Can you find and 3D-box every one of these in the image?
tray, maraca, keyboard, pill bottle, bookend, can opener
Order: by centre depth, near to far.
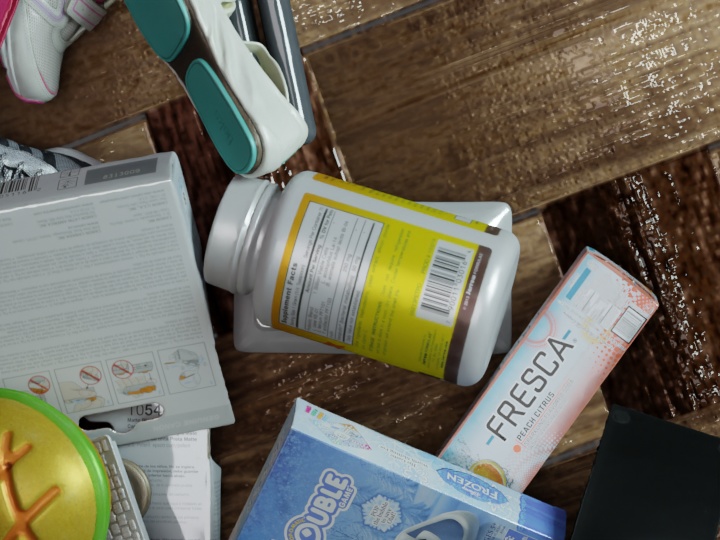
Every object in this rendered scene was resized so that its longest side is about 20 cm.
[{"bbox_3d":[0.000,0.000,1.493,0.198,0.109,0.110,17,94,7],"label":"pill bottle"},{"bbox_3d":[0.170,0.236,1.497,0.091,0.199,0.201,17,138,7],"label":"bookend"},{"bbox_3d":[-0.252,0.142,1.503,0.199,0.107,0.138,16,103,26],"label":"maraca"},{"bbox_3d":[-0.160,0.214,1.527,0.056,0.011,0.201,-20,88,29],"label":"keyboard"},{"bbox_3d":[-0.076,-0.183,1.539,0.053,0.067,0.202,-12,90,9],"label":"can opener"},{"bbox_3d":[0.007,0.005,1.558,0.198,0.022,0.108,0,91,8],"label":"tray"}]

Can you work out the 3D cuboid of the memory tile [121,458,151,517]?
[{"bbox_3d":[-0.239,0.213,1.560,0.198,0.017,0.155,-6,90,8],"label":"memory tile"}]

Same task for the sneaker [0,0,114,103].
[{"bbox_3d":[-0.195,-0.211,1.547,0.088,0.081,0.202,15,95,8],"label":"sneaker"}]

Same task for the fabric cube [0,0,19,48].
[{"bbox_3d":[-0.339,-0.259,1.472,0.199,0.200,0.197,28,97,33],"label":"fabric cube"}]

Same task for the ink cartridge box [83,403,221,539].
[{"bbox_3d":[-0.198,0.185,1.583,0.198,0.041,0.202,1,91,7],"label":"ink cartridge box"}]

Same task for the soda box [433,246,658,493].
[{"bbox_3d":[0.122,0.081,1.521,0.063,0.068,0.201,36,96,2],"label":"soda box"}]

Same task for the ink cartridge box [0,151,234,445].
[{"bbox_3d":[-0.181,0.026,1.520,0.159,0.047,0.201,-10,121,4],"label":"ink cartridge box"}]

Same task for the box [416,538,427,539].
[{"bbox_3d":[-0.002,0.288,1.474,0.140,0.079,0.201,-10,118,9],"label":"box"}]

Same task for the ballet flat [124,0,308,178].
[{"bbox_3d":[-0.100,-0.153,1.502,0.069,0.069,0.201,-33,79,8],"label":"ballet flat"}]

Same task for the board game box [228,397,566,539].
[{"bbox_3d":[0.008,0.209,1.500,0.198,0.043,0.201,23,118,-5],"label":"board game box"}]

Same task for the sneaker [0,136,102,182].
[{"bbox_3d":[-0.253,-0.061,1.544,0.199,0.114,0.076,22,95,7],"label":"sneaker"}]
